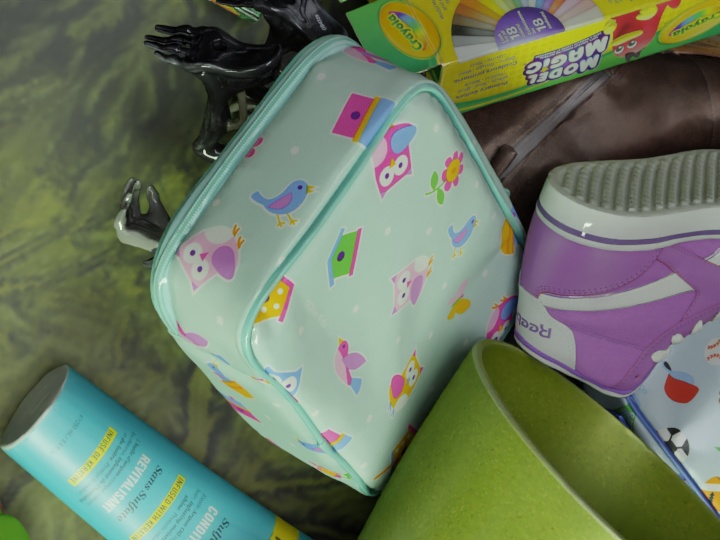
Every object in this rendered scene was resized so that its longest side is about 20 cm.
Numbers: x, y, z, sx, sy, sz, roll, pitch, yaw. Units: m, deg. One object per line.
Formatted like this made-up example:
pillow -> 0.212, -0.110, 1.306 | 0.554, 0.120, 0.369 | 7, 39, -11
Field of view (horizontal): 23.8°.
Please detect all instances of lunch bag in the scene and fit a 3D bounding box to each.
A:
lunch bag -> 0.213, 0.071, 0.928 | 0.160, 0.075, 0.201 | -41, 104, -8
lunch bag -> 0.000, 0.000, 0.769 | 0.161, 0.077, 0.200 | -57, 149, -14

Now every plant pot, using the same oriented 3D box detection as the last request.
plant pot -> 0.057, 0.168, 0.775 | 0.187, 0.187, 0.200 | 38, 103, -15

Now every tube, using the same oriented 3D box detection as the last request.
tube -> -0.089, 0.127, 0.856 | 0.200, 0.050, 0.078 | 41, 89, -20

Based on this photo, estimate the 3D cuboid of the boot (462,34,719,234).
boot -> 0.130, -0.061, 0.891 | 0.199, 0.072, 0.167 | 40, 76, -4

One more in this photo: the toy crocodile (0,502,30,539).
toy crocodile -> -0.203, 0.103, 0.812 | 0.067, 0.062, 0.202 | -18, 103, 24

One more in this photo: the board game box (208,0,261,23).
board game box -> -0.117, -0.213, 0.836 | 0.198, 0.023, 0.106 | 27, 83, -16

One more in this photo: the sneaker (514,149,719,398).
sneaker -> 0.160, 0.005, 0.847 | 0.198, 0.073, 0.116 | -2, 119, -26

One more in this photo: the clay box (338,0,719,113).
clay box -> 0.079, -0.147, 0.838 | 0.198, 0.048, 0.116 | -18, 61, -14

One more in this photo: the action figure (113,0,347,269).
action figure -> -0.051, -0.045, 0.826 | 0.119, 0.101, 0.202 | -48, 148, -37
